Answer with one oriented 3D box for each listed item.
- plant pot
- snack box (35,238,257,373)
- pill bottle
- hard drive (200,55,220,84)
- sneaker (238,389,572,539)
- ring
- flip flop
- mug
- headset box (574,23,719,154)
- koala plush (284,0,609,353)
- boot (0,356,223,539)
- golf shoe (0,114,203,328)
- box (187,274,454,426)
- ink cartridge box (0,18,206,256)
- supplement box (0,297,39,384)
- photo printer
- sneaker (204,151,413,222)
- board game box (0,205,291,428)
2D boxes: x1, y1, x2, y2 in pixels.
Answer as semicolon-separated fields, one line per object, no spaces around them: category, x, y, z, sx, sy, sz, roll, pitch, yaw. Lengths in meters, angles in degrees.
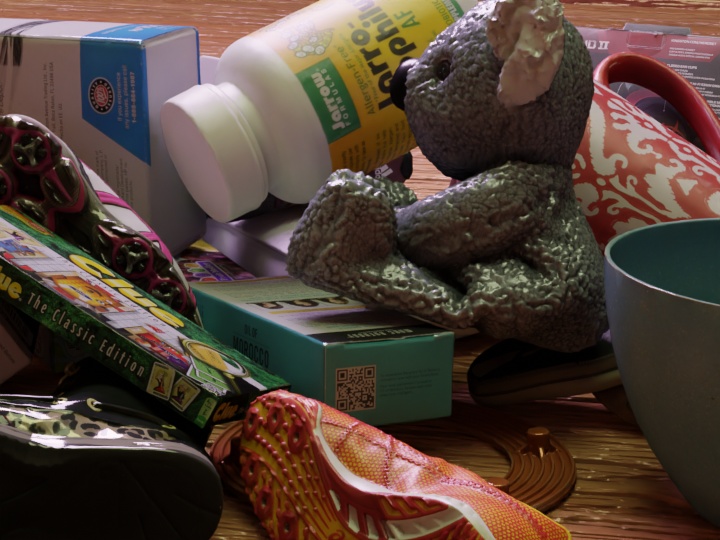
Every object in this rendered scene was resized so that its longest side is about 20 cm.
plant pot;0.220;0.061;0.945;0.200;0.135;0.200;2;15;-1
snack box;-0.165;0.011;1.239;0.142;0.053;0.200;-7;17;-24
pill bottle;-0.021;-0.111;1.168;0.200;0.113;0.113;-28;27;-21
hard drive;-0.006;-0.124;1.337;0.200;0.025;0.132;7;6;-21
sneaker;0.014;0.114;0.885;0.077;0.073;0.200;5;17;-45
ring;0.018;0.097;1.010;0.200;0.019;0.200;1;16;0
flip flop;0.162;0.065;1.091;0.200;0.058;0.081;-9;16;18
mug;0.188;-0.063;1.247;0.200;0.178;0.133;33;-5;16
headset box;0.203;-0.090;1.361;0.148;0.200;0.075;6;-14;18
koala plush;0.078;-0.067;1.072;0.184;0.200;0.177;16;3;9
boot;-0.168;0.086;0.933;0.203;0.074;0.154;8;13;-3
golf shoe;-0.155;-0.012;1.102;0.073;0.200;0.092;-35;4;4
box;-0.031;0.044;1.074;0.082;0.049;0.200;-4;11;-28
ink cartridge box;-0.210;-0.090;1.227;0.200;0.147;0.086;6;18;22
supplement box;-0.241;0.029;1.061;0.109;0.061;0.200;-35;16;3
photo printer;0.000;0.000;1.265;0.166;0.070;0.200;-6;17;-27
sneaker;-0.027;-0.076;1.271;0.115;0.076;0.200;7;16;17
board game box;-0.139;0.020;0.980;0.200;0.023;0.105;31;7;15
